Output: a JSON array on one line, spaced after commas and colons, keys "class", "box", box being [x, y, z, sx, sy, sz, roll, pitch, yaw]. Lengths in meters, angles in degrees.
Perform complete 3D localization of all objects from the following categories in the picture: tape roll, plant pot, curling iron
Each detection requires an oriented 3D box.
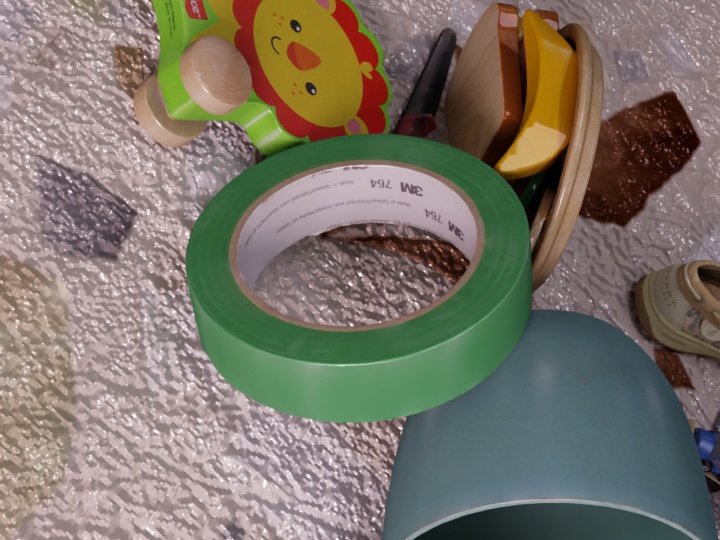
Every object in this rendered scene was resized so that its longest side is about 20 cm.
[{"class": "tape roll", "box": [0.000, 0.000, 1.075, 0.199, 0.048, 0.201, -5, 41, 4]}, {"class": "plant pot", "box": [0.109, 0.123, 1.091, 0.200, 0.200, 0.162, 25, 45, -25]}, {"class": "curling iron", "box": [0.039, -0.101, 1.240, 0.025, 0.050, 0.200, 22, 44, 3]}]

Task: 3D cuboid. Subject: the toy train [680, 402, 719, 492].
[{"class": "toy train", "box": [0.194, 0.095, 1.260, 0.199, 0.046, 0.034, 34, 52, -20]}]

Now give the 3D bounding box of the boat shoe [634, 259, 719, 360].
[{"class": "boat shoe", "box": [0.291, 0.037, 1.351, 0.199, 0.063, 0.074, 11, 61, -34]}]

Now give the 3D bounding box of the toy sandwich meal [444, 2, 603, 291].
[{"class": "toy sandwich meal", "box": [0.097, -0.079, 1.192, 0.070, 0.205, 0.206, 14, 59, -8]}]

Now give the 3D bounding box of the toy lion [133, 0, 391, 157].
[{"class": "toy lion", "box": [-0.065, -0.156, 1.182, 0.191, 0.069, 0.201, -4, 71, -46]}]
